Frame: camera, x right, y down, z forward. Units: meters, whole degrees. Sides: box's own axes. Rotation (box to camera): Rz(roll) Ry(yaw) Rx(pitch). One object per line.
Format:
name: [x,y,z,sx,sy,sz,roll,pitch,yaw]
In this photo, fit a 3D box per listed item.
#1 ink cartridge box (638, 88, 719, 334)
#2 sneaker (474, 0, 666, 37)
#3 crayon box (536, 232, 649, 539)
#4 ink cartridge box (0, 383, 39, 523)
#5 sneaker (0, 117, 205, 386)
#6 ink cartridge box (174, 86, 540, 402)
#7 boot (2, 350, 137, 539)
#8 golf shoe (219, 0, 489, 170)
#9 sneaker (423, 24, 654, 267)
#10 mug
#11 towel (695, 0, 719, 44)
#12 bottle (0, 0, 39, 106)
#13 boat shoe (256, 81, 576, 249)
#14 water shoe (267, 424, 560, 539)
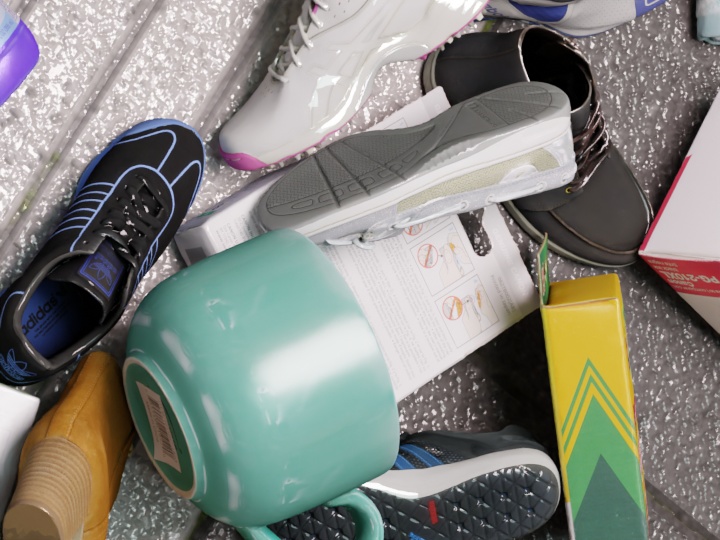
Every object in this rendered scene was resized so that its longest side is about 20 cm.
ink cartridge box: [0.296,-0.013,1.831,0.200,0.084,0.145,42,68,-34]
sneaker: [0.136,-0.193,1.749,0.198,0.115,0.081,-6,91,-30]
crayon box: [0.146,0.078,1.724,0.050,0.127,0.201,-7,97,6]
ink cartridge box: [-0.263,0.148,1.529,0.103,0.059,0.201,23,76,-27]
sneaker: [-0.146,-0.011,1.596,0.070,0.078,0.200,44,68,-20]
ink cartridge box: [0.000,0.000,1.703,0.200,0.050,0.162,-33,103,-32]
boot: [-0.165,0.159,1.575,0.070,0.202,0.144,14,36,8]
golf shoe: [-0.016,-0.144,1.660,0.200,0.075,0.092,-40,120,-6]
sneaker: [0.134,-0.074,1.746,0.200,0.106,0.075,42,68,-22]
mug: [-0.057,0.080,1.546,0.114,0.152,0.185,-23,67,-22]
towel: [0.314,-0.235,1.898,0.199,0.048,0.172,3,83,-30]
bottle: [-0.272,-0.165,1.539,0.200,0.065,0.084,46,68,-20]
boat shoe: [0.037,-0.050,1.646,0.201,0.074,0.065,-23,123,-14]
water shoe: [0.022,0.141,1.695,0.199,0.079,0.072,-5,111,-6]
